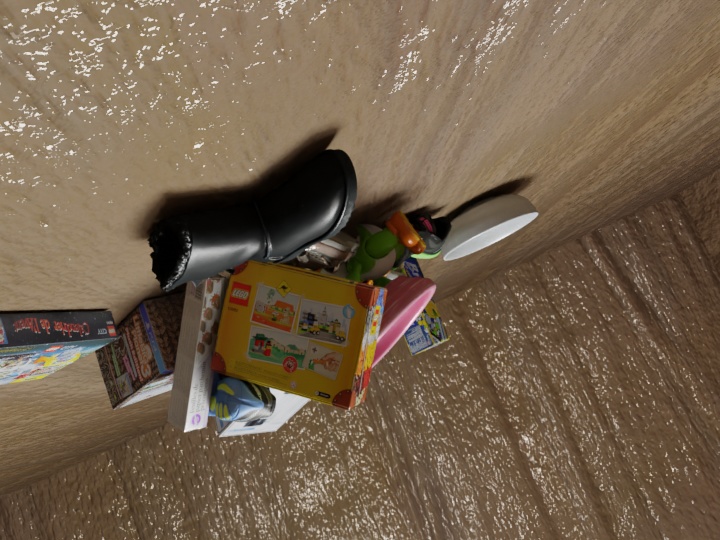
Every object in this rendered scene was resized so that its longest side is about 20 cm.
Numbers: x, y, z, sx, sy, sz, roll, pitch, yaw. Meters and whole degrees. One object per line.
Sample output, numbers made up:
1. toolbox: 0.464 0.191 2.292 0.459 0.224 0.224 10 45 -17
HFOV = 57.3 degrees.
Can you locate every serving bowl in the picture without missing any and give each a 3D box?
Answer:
1. serving bowl: 0.234 -0.092 1.252 0.195 0.067 0.200 -24 170 -4

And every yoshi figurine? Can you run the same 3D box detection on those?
1. yoshi figurine: 0.009 0.013 0.961 0.198 0.113 0.113 -37 -157 8

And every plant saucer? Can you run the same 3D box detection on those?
1. plant saucer: 0.030 0.081 0.969 0.200 0.051 0.201 -45 167 -13

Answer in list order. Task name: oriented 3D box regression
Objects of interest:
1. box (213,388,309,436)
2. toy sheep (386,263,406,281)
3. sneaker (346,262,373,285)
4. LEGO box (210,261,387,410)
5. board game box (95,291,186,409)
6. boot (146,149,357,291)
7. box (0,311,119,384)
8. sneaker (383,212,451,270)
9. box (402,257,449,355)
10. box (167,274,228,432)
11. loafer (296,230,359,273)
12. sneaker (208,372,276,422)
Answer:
1. box: -0.135 0.179 1.009 0.114 0.061 0.200 6 141 -40
2. toy sheep: 0.036 0.055 1.274 0.134 0.206 0.138 20 -179 0
3. sneaker: 0.011 -0.003 1.117 0.077 0.080 0.198 -19 174 34
4. LEGO box: -0.079 0.075 0.845 0.194 0.154 0.077 13 179 14
5. board game box: -0.276 0.111 0.980 0.157 0.099 0.198 -14 166 -47
6. boot: -0.111 -0.046 0.643 0.159 0.075 0.197 -12 166 -38
7. box: -0.396 0.093 0.761 0.134 0.039 0.199 -27 170 14
8. sneaker: 0.080 -0.058 1.084 0.197 0.077 0.084 -18 153 -49
9. box: 0.105 0.062 1.344 0.063 0.205 0.069 -28 168 35
10. box: -0.211 0.103 0.854 0.041 0.207 0.038 17 -169 36
11. loafer: -0.050 -0.023 0.849 0.064 0.071 0.200 -60 167 7
12. sneaker: -0.168 0.173 0.906 0.081 0.073 0.198 16 172 -24
